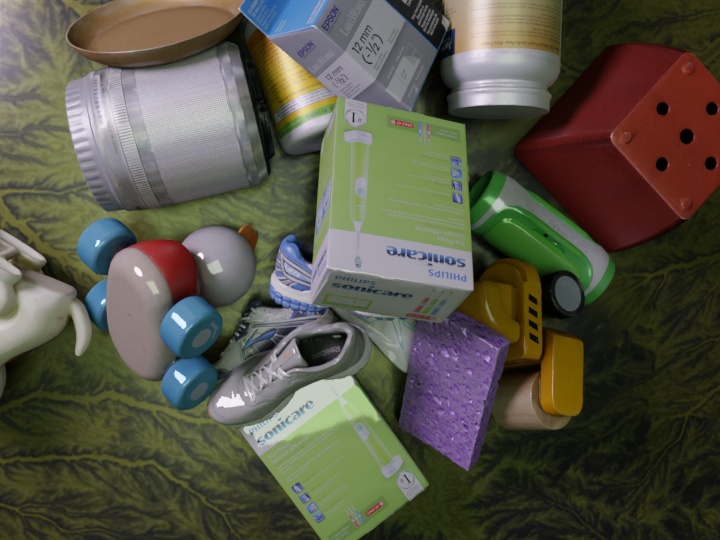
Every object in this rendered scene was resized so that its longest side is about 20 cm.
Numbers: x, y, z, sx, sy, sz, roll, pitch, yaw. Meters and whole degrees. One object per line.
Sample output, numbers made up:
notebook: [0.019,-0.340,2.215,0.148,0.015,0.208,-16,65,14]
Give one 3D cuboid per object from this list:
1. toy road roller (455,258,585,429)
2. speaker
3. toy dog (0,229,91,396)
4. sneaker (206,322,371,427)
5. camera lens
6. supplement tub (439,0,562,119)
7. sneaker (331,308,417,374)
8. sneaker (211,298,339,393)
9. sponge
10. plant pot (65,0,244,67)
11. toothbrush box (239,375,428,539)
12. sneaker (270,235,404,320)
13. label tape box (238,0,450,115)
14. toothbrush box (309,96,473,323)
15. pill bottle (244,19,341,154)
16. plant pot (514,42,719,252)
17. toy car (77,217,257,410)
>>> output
toy road roller: [0.176,0.086,0.829,0.145,0.123,0.202,11,73,-27]
speaker: [0.224,-0.040,0.877,0.199,0.088,0.089,35,90,-9]
toy dog: [-0.428,0.075,0.786,0.193,0.140,0.201,35,93,-23]
sneaker: [-0.086,0.106,0.759,0.199,0.092,0.076,-28,70,-1]
camera lens: [-0.204,-0.159,0.771,0.198,0.160,0.162,-13,97,-6]
supplement tub: [0.167,-0.289,0.817,0.143,0.144,0.202,1,94,-8]
sneaker: [0.014,0.041,0.866,0.200,0.070,0.080,41,90,-16]
sneaker: [-0.129,0.084,0.855,0.199,0.077,0.086,-29,88,-12]
sponge: [0.107,0.140,0.829,0.030,0.111,0.202,-30,138,-42]
plant pot: [-0.220,-0.269,0.759,0.198,0.201,0.028,-13,129,-6]
toothbrush box: [-0.034,0.219,0.857,0.145,0.086,0.201,-36,99,-4]
sneaker: [0.000,0.000,0.762,0.198,0.077,0.086,2,114,-6]
label tape box: [-0.010,-0.271,0.739,0.199,0.066,0.144,37,61,-24]
toothbrush box: [0.031,-0.062,0.707,0.144,0.086,0.202,8,61,-13]
pill bottle: [-0.069,-0.249,0.801,0.110,0.111,0.202,-19,89,-6]
plant pot: [0.346,-0.153,0.838,0.200,0.176,0.200,44,89,-9]
toy car: [-0.190,0.020,0.809,0.184,0.178,0.199,37,46,23]
